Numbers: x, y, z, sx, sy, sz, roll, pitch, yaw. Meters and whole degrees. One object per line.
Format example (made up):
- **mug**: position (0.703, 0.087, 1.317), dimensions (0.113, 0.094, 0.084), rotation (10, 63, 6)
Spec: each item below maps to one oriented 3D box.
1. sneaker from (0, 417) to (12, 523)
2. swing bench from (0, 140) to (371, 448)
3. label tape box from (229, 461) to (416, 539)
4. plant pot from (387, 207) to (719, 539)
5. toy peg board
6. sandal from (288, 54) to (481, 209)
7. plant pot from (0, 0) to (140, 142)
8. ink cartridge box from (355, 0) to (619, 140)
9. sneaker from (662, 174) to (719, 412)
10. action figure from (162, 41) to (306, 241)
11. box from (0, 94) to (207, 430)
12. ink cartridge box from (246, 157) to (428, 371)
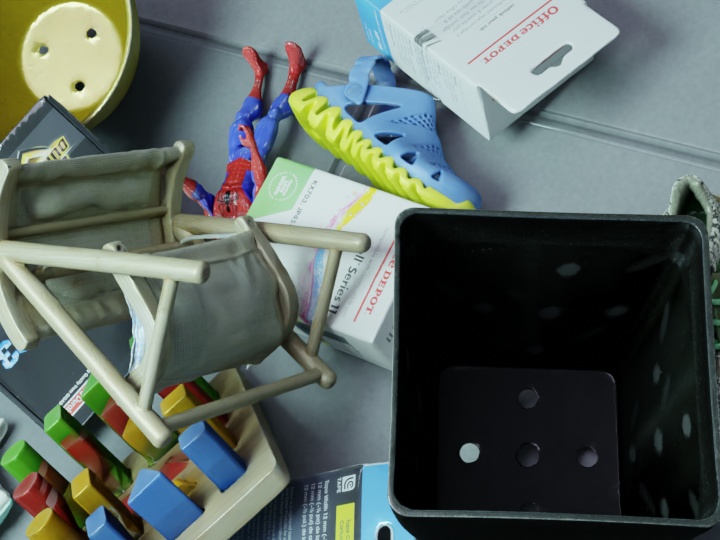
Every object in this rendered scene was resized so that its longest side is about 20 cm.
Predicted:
- **sneaker**: position (-0.318, 0.204, 1.283), dimensions (0.087, 0.075, 0.202), rotation (-8, 61, 7)
- **swing bench**: position (-0.134, 0.005, 1.138), dimensions (0.199, 0.198, 0.131), rotation (27, 112, 30)
- **label tape box**: position (-0.033, 0.221, 1.126), dimensions (0.198, 0.066, 0.145), rotation (-15, 60, 27)
- **plant pot**: position (0.118, 0.093, 1.050), dimensions (0.197, 0.178, 0.202), rotation (1, 63, 1)
- **toy peg board**: position (-0.170, 0.146, 1.164), dimensions (0.200, 0.098, 0.199), rotation (-42, 22, 2)
- **sandal**: position (0.029, -0.108, 1.272), dimensions (0.087, 0.080, 0.200), rotation (-44, 57, -6)
- **plant pot**: position (-0.272, -0.196, 1.393), dimensions (0.197, 0.142, 0.203), rotation (0, 88, 9)
- **ink cartridge box**: position (0.100, -0.184, 1.266), dimensions (0.115, 0.067, 0.200), rotation (-37, 55, -14)
- **sneaker**: position (0.227, 0.023, 1.106), dimensions (0.076, 0.089, 0.202), rotation (-10, 62, 19)
- **action figure**: position (-0.102, -0.111, 1.307), dimensions (0.064, 0.099, 0.202), rotation (-4, 59, 25)
- **box**: position (-0.243, 0.000, 1.292), dimensions (0.198, 0.050, 0.200), rotation (43, 87, -5)
- **ink cartridge box**: position (0.000, 0.000, 1.234), dimensions (0.198, 0.067, 0.118), rotation (19, 75, 31)
